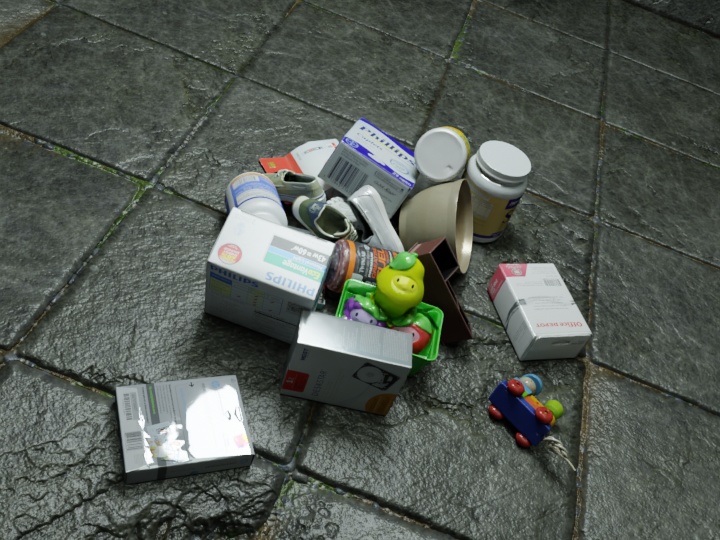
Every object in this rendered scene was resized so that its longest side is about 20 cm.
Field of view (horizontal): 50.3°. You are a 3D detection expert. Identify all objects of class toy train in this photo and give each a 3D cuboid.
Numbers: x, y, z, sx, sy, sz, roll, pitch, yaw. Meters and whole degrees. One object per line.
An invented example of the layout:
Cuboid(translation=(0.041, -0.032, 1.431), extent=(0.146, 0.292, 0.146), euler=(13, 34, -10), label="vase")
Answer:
Cuboid(translation=(0.344, 0.279, 1.425), extent=(0.200, 0.085, 0.115), euler=(45, 35, 23), label="toy train")

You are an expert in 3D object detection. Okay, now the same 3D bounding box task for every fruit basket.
Cuboid(translation=(0.060, 0.074, 1.421), extent=(0.214, 0.216, 0.156), euler=(19, 44, -3), label="fruit basket")

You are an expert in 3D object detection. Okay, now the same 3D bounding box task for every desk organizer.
Cuboid(translation=(0.165, 0.041, 1.504), extent=(0.072, 0.077, 0.201), euler=(-41, 109, -43), label="desk organizer")

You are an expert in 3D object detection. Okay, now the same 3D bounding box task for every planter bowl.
Cuboid(translation=(0.160, -0.094, 1.650), extent=(0.134, 0.201, 0.201), euler=(1, 40, 19), label="planter bowl")

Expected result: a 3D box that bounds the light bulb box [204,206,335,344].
Cuboid(translation=(-0.166, 0.016, 1.376), extent=(0.197, 0.200, 0.125), euler=(20, 58, -2), label="light bulb box")

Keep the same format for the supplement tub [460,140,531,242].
Cuboid(translation=(0.294, -0.180, 1.755), extent=(0.144, 0.201, 0.146), euler=(11, 45, -11), label="supplement tub")

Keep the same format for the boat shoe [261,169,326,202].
Cuboid(translation=(-0.153, -0.187, 1.642), extent=(0.199, 0.062, 0.072), euler=(16, 41, 35), label="boat shoe")

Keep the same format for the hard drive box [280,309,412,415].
Cuboid(translation=(-0.026, 0.163, 1.334), extent=(0.199, 0.156, 0.077), euler=(13, 45, -7), label="hard drive box")

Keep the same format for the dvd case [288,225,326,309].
Cuboid(translation=(-0.137, -0.014, 1.560), extent=(0.145, 0.022, 0.201), euler=(13, 45, -9), label="dvd case")

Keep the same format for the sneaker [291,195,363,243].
Cuboid(translation=(-0.047, -0.078, 1.548), extent=(0.200, 0.067, 0.090), euler=(38, -12, -37), label="sneaker")

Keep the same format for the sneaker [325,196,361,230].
Cuboid(translation=(-0.028, -0.116, 1.650), extent=(0.081, 0.075, 0.200), euler=(39, 41, 18), label="sneaker")

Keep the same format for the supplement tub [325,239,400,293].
Cuboid(translation=(0.000, 0.000, 1.522), extent=(0.199, 0.107, 0.107), euler=(12, 44, -20), label="supplement tub")

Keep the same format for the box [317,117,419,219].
Cuboid(translation=(0.028, -0.225, 1.688), extent=(0.183, 0.105, 0.200), euler=(34, 28, -4), label="box")

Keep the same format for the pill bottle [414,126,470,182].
Cuboid(translation=(0.184, -0.258, 1.682), extent=(0.112, 0.113, 0.200), euler=(26, 15, 5), label="pill bottle")

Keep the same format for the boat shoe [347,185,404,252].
Cuboid(translation=(0.032, -0.075, 1.588), extent=(0.068, 0.201, 0.072), euler=(-33, 27, -22), label="boat shoe")

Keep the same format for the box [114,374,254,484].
Cuboid(translation=(-0.285, 0.251, 1.233), extent=(0.199, 0.041, 0.156), euler=(-4, 50, -23), label="box")

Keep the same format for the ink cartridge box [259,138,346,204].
Cuboid(translation=(-0.111, -0.231, 1.761), extent=(0.199, 0.050, 0.163), euler=(-9, 51, -32), label="ink cartridge box")

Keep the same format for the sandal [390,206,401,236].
Cuboid(translation=(0.074, -0.114, 1.717), extent=(0.075, 0.048, 0.201), euler=(16, 43, -6), label="sandal")

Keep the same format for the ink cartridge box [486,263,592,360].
Cuboid(translation=(0.373, 0.085, 1.613), extent=(0.145, 0.085, 0.201), euler=(0, 46, -21), label="ink cartridge box")

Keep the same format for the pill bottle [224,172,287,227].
Cuboid(translation=(-0.206, -0.107, 1.523), extent=(0.111, 0.113, 0.200), euler=(3, 30, -18), label="pill bottle")
